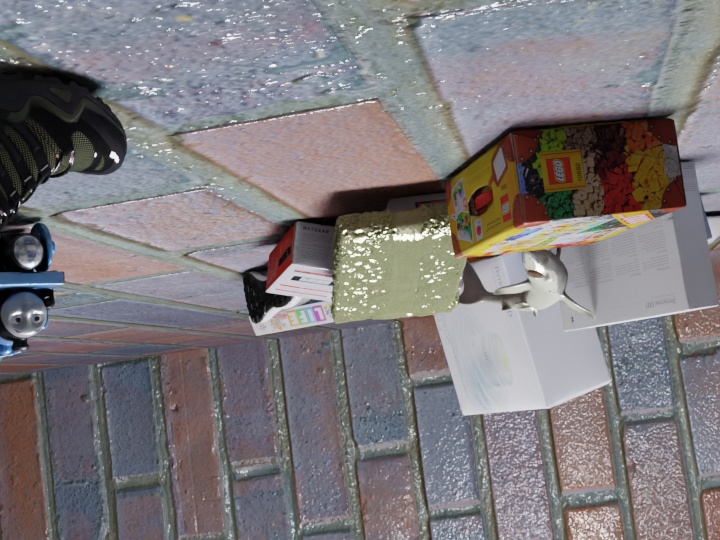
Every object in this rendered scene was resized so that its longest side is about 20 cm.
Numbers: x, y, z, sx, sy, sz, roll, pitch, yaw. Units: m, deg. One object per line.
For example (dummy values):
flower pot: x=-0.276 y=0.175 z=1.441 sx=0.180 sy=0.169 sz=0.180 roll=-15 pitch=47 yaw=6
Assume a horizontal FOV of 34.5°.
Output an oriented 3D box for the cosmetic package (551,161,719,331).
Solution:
cosmetic package: x=0.288 y=-0.021 z=1.262 sx=0.051 sy=0.154 sz=0.199 roll=-3 pitch=173 yaw=-30

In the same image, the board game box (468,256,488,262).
board game box: x=0.244 y=0.066 z=1.776 sx=0.196 sy=0.204 sz=0.200 roll=-8 pitch=174 yaw=13

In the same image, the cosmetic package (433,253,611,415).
cosmetic package: x=0.205 y=0.077 z=1.556 sx=0.122 sy=0.203 sz=0.199 roll=-16 pitch=179 yaw=-31

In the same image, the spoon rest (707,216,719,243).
spoon rest: x=0.528 y=-0.061 z=1.708 sx=0.196 sy=0.062 sz=0.099 roll=8 pitch=170 yaw=-9

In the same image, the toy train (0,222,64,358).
toy train: x=-0.340 y=0.023 z=1.083 sx=0.086 sy=0.116 sz=0.199 roll=-3 pitch=173 yaw=-37

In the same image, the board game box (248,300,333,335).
board game box: x=-0.050 y=0.038 z=1.705 sx=0.197 sy=0.035 sz=0.134 roll=-11 pitch=-162 yaw=32

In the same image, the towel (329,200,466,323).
towel: x=0.038 y=-0.005 z=1.200 sx=0.146 sy=0.037 sz=0.201 roll=-7 pitch=150 yaw=-5

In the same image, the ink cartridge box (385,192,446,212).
ink cartridge box: x=0.081 y=-0.047 z=1.223 sx=0.196 sy=0.038 sz=0.095 roll=-9 pitch=158 yaw=-7

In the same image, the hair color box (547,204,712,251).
hair color box: x=0.328 y=-0.037 z=1.446 sx=0.198 sy=0.062 sz=0.099 roll=-16 pitch=178 yaw=-28

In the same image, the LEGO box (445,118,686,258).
LEGO box: x=0.174 y=-0.069 z=1.030 sx=0.146 sy=0.079 sz=0.200 roll=-6 pitch=174 yaw=-12

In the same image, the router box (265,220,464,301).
router box: x=0.000 y=0.000 z=1.347 sx=0.197 sy=0.050 sz=0.179 roll=8 pitch=167 yaw=-14

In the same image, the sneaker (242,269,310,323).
sneaker: x=-0.107 y=0.027 z=1.621 sx=0.078 sy=0.075 sz=0.199 roll=-11 pitch=177 yaw=-31

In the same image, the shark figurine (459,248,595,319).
shark figurine: x=0.194 y=0.003 z=1.320 sx=0.127 sy=0.091 sz=0.214 roll=24 pitch=162 yaw=-16

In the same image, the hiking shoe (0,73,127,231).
hiking shoe: x=-0.205 y=-0.051 z=0.619 sx=0.075 sy=0.103 sz=0.199 roll=-11 pitch=173 yaw=36
